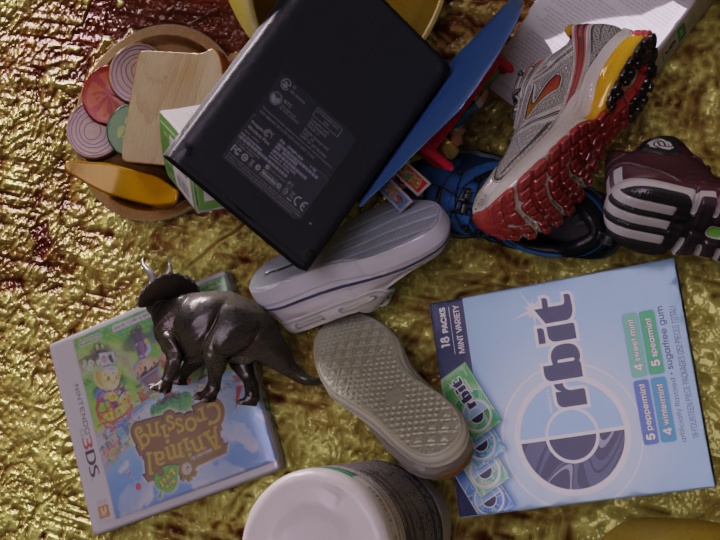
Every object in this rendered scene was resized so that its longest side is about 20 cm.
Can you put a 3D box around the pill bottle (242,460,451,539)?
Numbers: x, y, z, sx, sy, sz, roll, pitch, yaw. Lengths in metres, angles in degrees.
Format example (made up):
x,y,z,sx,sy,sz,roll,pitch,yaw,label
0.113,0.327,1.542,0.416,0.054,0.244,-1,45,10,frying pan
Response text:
x,y,z,sx,sy,sz,roll,pitch,yaw,label
0.000,0.202,0.812,0.111,0.200,0.115,-2,82,19,pill bottle

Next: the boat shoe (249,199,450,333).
x,y,z,sx,sy,sz,roll,pitch,yaw,label
0.000,0.000,0.898,0.198,0.067,0.074,-16,35,36,boat shoe

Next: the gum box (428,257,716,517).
x,y,z,sx,sy,sz,roll,pitch,yaw,label
0.163,0.095,0.849,0.197,0.044,0.173,-11,80,18,gum box

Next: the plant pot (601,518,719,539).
x,y,z,sx,sy,sz,roll,pitch,yaw,label
0.224,0.252,0.740,0.141,0.199,0.202,33,95,45,plant pot

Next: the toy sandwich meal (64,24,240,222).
x,y,z,sx,sy,sz,roll,pitch,yaw,label
-0.191,-0.139,0.991,0.201,0.070,0.209,-3,82,19,toy sandwich meal

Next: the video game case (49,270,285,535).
x,y,z,sx,sy,sz,roll,pitch,yaw,label
-0.180,0.121,0.982,0.197,0.022,0.185,-22,77,16,video game case

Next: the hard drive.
x,y,z,sx,sy,sz,roll,pitch,yaw,label
-0.036,-0.123,0.827,0.139,0.033,0.201,39,82,-21,hard drive

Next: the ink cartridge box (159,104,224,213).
x,y,z,sx,sy,sz,roll,pitch,yaw,label
-0.058,-0.109,0.899,0.197,0.104,0.060,-14,117,-19,ink cartridge box

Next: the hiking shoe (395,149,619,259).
x,y,z,sx,sy,sz,roll,pitch,yaw,label
0.111,-0.056,0.859,0.197,0.086,0.076,10,96,21,hiking shoe

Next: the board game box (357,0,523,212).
x,y,z,sx,sy,sz,roll,pitch,yaw,label
0.074,-0.121,0.844,0.039,0.159,0.200,37,137,-11,board game box

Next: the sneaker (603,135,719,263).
x,y,z,sx,sy,sz,roll,pitch,yaw,label
0.275,-0.056,0.816,0.197,0.116,0.076,15,126,-8,sneaker

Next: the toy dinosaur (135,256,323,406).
x,y,z,sx,sy,sz,roll,pitch,yaw,label
-0.124,0.057,0.918,0.197,0.077,0.104,13,94,23,toy dinosaur

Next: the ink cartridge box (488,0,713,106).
x,y,z,sx,sy,sz,roll,pitch,yaw,label
0.199,-0.200,0.870,0.109,0.050,0.201,39,98,19,ink cartridge box

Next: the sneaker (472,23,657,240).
x,y,z,sx,sy,sz,roll,pitch,yaw,label
0.141,-0.104,0.800,0.081,0.078,0.201,25,64,32,sneaker

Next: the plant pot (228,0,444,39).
x,y,z,sx,sy,sz,roll,pitch,yaw,label
-0.043,-0.265,0.907,0.141,0.199,0.202,32,95,48,plant pot

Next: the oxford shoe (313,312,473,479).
x,y,z,sx,sy,sz,roll,pitch,yaw,label
0.023,0.102,0.870,0.075,0.058,0.200,-38,43,-9,oxford shoe
